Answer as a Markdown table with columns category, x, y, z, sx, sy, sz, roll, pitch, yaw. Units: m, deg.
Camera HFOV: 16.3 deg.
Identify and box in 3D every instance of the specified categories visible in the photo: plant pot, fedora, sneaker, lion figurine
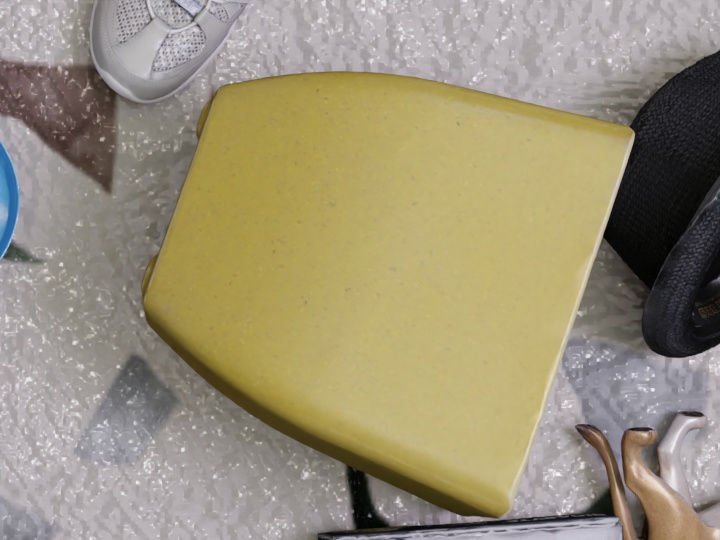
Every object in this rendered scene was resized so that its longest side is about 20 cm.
| category | x | y | z | sx | sy | sz | roll | pitch | yaw |
| --- | --- | --- | --- | --- | --- | --- | --- | --- | --- |
| plant pot | 0.000 | 0.000 | 1.256 | 0.200 | 0.196 | 0.194 | 19 | 84 | -3 |
| fedora | 0.193 | -0.054 | 1.325 | 0.092 | 0.201 | 0.201 | 38 | 80 | 24 |
| sneaker | -0.074 | -0.178 | 1.299 | 0.075 | 0.082 | 0.200 | 33 | 82 | -8 |
| lion figurine | 0.212 | 0.142 | 1.354 | 0.200 | 0.072 | 0.123 | 4 | 100 | 3 |

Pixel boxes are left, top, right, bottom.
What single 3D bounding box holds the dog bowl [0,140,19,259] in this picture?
| category | x | y | z | sx | sy | sz | roll | pitch | yaw |
| --- | --- | --- | --- | --- | --- | --- | --- | --- | --- |
| dog bowl | -0.261 | -0.067 | 1.275 | 0.111 | 0.050 | 0.200 | -43 | 95 | -10 |

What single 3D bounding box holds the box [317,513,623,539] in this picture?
| category | x | y | z | sx | sy | sz | roll | pitch | yaw |
| --- | --- | --- | --- | --- | --- | --- | --- | --- | --- |
| box | 0.063 | 0.232 | 1.324 | 0.159 | 0.046 | 0.200 | -2 | 88 | -11 |
